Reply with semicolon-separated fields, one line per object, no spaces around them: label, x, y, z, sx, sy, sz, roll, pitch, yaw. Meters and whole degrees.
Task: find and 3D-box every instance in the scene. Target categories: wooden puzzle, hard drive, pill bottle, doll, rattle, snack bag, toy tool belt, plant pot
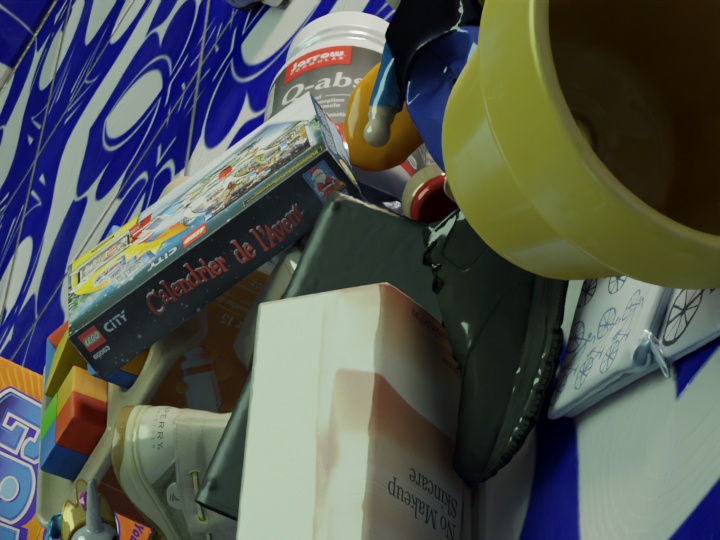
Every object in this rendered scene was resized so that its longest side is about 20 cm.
wooden puzzle;-0.173;0.051;1.894;0.200;0.046;0.186;-52;25;30
hard drive;0.007;0.067;1.603;0.201;0.139;0.033;-66;-18;-9
pill bottle;-0.012;-0.088;1.929;0.116;0.116;0.200;-54;19;31
doll;0.047;-0.120;1.624;0.137;0.048;0.200;-53;36;28
rattle;0.056;-0.141;1.803;0.200;0.130;0.143;-112;39;-73
snack bag;0.169;-0.028;1.437;0.200;0.021;0.189;-35;32;60
toy tool belt;0.000;0.000;1.750;0.200;0.125;0.123;-58;25;17
plant pot;0.131;-0.080;1.314;0.189;0.200;0.201;-30;36;64

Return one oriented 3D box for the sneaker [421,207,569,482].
sneaker;0.071;0.014;1.505;0.076;0.090;0.201;48;-125;-84

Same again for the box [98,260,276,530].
box;-0.107;0.080;1.949;0.200;0.124;0.098;-62;17;9

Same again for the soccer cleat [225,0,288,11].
soccer cleat;-0.111;-0.287;2.631;0.068;0.073;0.200;-64;16;-1

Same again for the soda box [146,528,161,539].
soda box;-0.153;0.270;1.911;0.200;0.064;0.068;-60;17;15

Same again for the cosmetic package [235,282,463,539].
cosmetic package;-0.004;0.120;1.495;0.087;0.103;0.201;-10;63;29

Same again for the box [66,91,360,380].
box;-0.096;-0.024;1.760;0.200;0.038;0.137;-36;19;7

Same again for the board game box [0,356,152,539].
board game box;-0.275;0.213;2.139;0.200;0.199;0.200;-39;29;55

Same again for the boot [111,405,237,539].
boot;-0.047;0.142;1.723;0.154;0.200;0.072;-8;53;22

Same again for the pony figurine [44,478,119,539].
pony figurine;-0.143;0.251;1.736;0.193;0.166;0.200;95;153;-44
